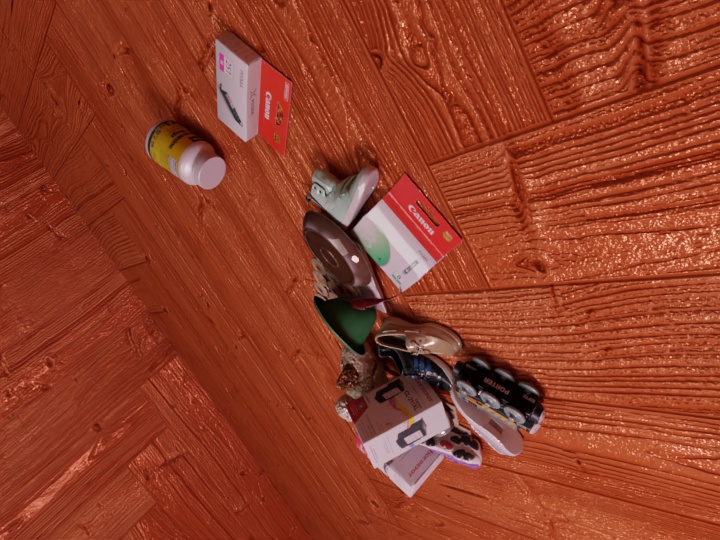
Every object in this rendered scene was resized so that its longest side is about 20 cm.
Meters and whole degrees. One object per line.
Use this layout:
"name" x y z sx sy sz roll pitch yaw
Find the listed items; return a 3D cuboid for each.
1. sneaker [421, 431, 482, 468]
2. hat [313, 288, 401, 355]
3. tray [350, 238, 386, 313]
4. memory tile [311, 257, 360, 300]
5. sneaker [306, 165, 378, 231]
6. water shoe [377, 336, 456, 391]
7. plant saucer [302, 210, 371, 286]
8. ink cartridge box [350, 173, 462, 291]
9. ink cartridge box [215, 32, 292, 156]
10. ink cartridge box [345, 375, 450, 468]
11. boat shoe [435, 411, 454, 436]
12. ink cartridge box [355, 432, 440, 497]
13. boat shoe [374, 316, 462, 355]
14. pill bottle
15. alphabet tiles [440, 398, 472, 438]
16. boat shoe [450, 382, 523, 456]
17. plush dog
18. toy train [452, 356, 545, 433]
"sneaker" 0.205 0.430 1.403 0.198 0.081 0.084 23 147 35
"hat" 0.015 0.072 1.268 0.165 0.176 0.201 38 -169 -49
"tray" 0.000 0.000 1.239 0.107 0.022 0.202 28 151 45
"memory tile" -0.059 0.058 1.383 0.152 0.017 0.202 37 154 22
"sneaker" -0.042 -0.160 1.089 0.118 0.074 0.201 41 151 1
"water shoe" 0.125 0.220 1.287 0.199 0.079 0.072 36 147 20
"plant saucer" -0.058 -0.036 1.206 0.199 0.032 0.201 41 161 17
"ink cartridge box" 0.079 -0.062 1.073 0.161 0.050 0.200 49 151 1
"ink cartridge box" -0.219 -0.341 1.156 0.173 0.043 0.201 42 148 15
"ink cartridge box" 0.083 0.329 1.306 0.084 0.197 0.146 67 172 -29
"boat shoe" 0.139 0.345 1.406 0.197 0.076 0.073 -2 120 42
"ink cartridge box" 0.104 0.461 1.497 0.199 0.146 0.084 37 149 27
"boat shoe" 0.121 0.152 1.220 0.197 0.065 0.073 11 132 34
"pill bottle" -0.430 -0.284 1.418 0.198 0.112 0.114 33 146 24
"alphabet tiles" 0.209 0.386 1.429 0.165 0.008 0.203 19 138 41
"boat shoe" 0.264 0.322 1.241 0.199 0.072 0.069 39 148 -1
"plush dog" 0.004 0.246 1.414 0.157 0.203 0.173 -11 133 18
"toy train" 0.273 0.250 1.138 0.198 0.086 0.115 26 154 30
